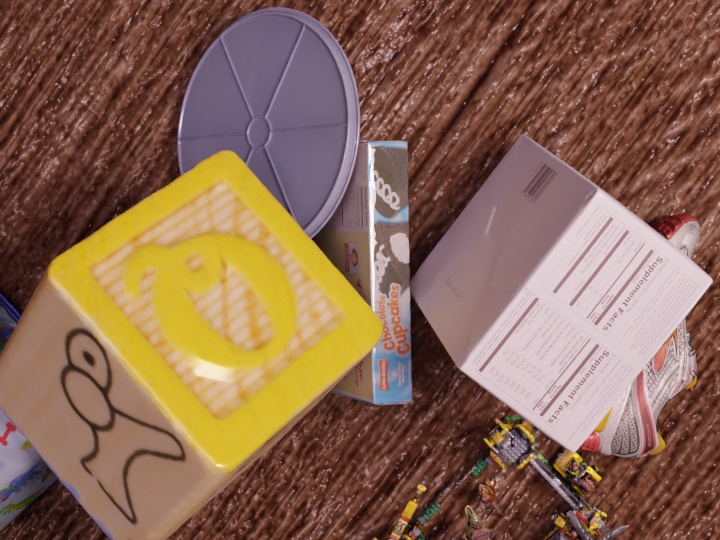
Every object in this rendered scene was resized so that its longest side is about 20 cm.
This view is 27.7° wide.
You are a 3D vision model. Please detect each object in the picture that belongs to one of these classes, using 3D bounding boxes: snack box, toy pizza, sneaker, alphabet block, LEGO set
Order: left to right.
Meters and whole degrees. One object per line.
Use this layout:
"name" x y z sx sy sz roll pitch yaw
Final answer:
"alphabet block" -0.137 0.066 1.108 0.196 0.196 0.200 48 141 2
"toy pizza" -0.072 -0.109 1.178 0.199 0.032 0.202 -3 86 40
"snack box" 0.000 0.000 1.164 0.037 0.116 0.202 -2 93 -24
"LEGO set" 0.104 0.218 1.156 0.199 0.116 0.154 -37 87 8
"sneaker" 0.231 0.052 1.160 0.081 0.078 0.202 16 99 -7

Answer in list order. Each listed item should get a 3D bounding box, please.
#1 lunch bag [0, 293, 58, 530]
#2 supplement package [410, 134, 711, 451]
"lunch bag" -0.344 0.113 1.223 0.170 0.127 0.201 -40 75 11
"supplement package" 0.139 0.009 1.082 0.111 0.200 0.156 36 98 -17
